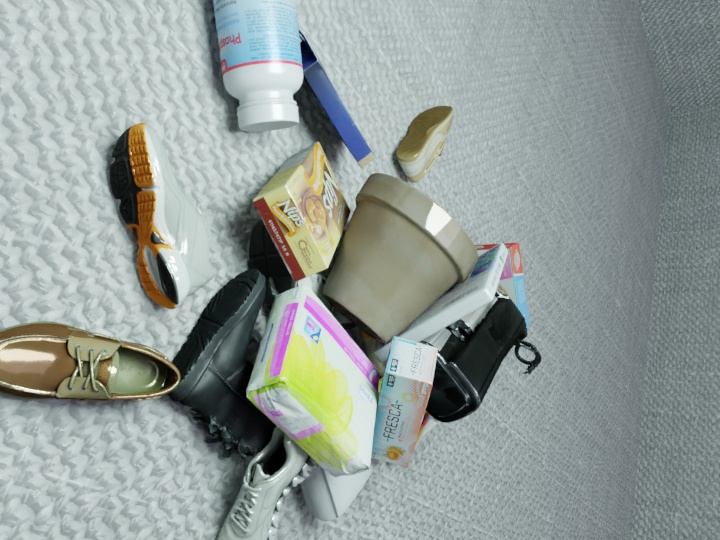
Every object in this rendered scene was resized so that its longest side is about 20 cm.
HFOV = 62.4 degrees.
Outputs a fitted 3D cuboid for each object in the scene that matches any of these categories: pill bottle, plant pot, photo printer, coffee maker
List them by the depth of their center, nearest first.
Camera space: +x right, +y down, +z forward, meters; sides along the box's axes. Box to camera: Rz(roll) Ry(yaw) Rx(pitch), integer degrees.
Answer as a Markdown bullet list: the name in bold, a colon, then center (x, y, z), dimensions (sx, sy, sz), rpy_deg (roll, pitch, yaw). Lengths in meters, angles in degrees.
- **pill bottle**: center (-0.131, -0.292, 0.771), dimensions (0.107, 0.106, 0.208), rpy_deg (-13, 98, -50)
- **plant pot**: center (0.041, -0.002, 0.836), dimensions (0.176, 0.198, 0.200), rpy_deg (-54, 131, -10)
- **photo printer**: center (-0.042, 0.231, 0.884), dimensions (0.166, 0.068, 0.206), rpy_deg (-38, 118, -53)
- **coffee maker**: center (0.177, 0.132, 0.927), dimensions (0.200, 0.189, 0.137), rpy_deg (-44, 159, -41)

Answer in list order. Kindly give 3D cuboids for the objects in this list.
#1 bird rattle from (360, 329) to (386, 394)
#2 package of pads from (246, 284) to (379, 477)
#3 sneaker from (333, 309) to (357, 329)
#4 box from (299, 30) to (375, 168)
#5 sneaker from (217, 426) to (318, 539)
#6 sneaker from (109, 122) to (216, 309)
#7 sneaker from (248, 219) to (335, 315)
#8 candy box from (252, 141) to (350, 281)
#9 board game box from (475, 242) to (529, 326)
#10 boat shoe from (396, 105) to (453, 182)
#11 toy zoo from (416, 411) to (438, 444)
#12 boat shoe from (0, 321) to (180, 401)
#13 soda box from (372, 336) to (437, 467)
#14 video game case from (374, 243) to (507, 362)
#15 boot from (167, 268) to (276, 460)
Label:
- **bird rattle**: center (0.068, 0.131, 0.986), dimensions (0.198, 0.111, 0.168), rpy_deg (-34, 110, -40)
- **package of pads**: center (-0.049, 0.145, 0.751), dimensions (0.201, 0.067, 0.157), rpy_deg (51, 32, -32)
- **sneaker**: center (0.000, 0.000, 0.954), dimensions (0.197, 0.078, 0.133), rpy_deg (-34, 105, -36)
- **box**: center (-0.051, -0.258, 0.874), dimensions (0.202, 0.032, 0.122), rpy_deg (57, 4, -34)
- **sneaker**: center (-0.128, 0.282, 0.744), dimensions (0.204, 0.074, 0.081), rpy_deg (-59, 152, -10)
- **sneaker**: center (-0.221, -0.067, 0.687), dimensions (0.092, 0.073, 0.207), rpy_deg (-34, 122, -54)
- **sneaker**: center (-0.091, 0.010, 0.854), dimensions (0.115, 0.073, 0.207), rpy_deg (-45, 125, -57)
- **candy box**: center (-0.072, -0.087, 0.808), dimensions (0.201, 0.054, 0.118), rpy_deg (-74, 141, -63)
- **board game box**: center (0.211, 0.033, 1.118), dimensions (0.040, 0.195, 0.159), rpy_deg (-23, 107, -47)
- **boat shoe**: center (0.126, -0.242, 1.131), dimensions (0.201, 0.072, 0.071), rpy_deg (-54, 139, -36)
- **toy zoo**: center (0.108, 0.256, 1.029), dimensions (0.130, 0.020, 0.204), rpy_deg (-31, 149, -37)
- **boat shoe**: center (-0.271, 0.096, 0.604), dimensions (0.197, 0.072, 0.079), rpy_deg (15, 76, -50)
- **soda box**: center (0.057, 0.190, 0.839), dimensions (0.064, 0.066, 0.204), rpy_deg (-71, 172, -49)
- **video game case**: center (0.123, 0.045, 0.883), dimensions (0.024, 0.198, 0.182), rpy_deg (52, 29, -6)
- **boot**: center (-0.147, 0.125, 0.762), dimensions (0.163, 0.072, 0.201), rpy_deg (51, 58, -35)
